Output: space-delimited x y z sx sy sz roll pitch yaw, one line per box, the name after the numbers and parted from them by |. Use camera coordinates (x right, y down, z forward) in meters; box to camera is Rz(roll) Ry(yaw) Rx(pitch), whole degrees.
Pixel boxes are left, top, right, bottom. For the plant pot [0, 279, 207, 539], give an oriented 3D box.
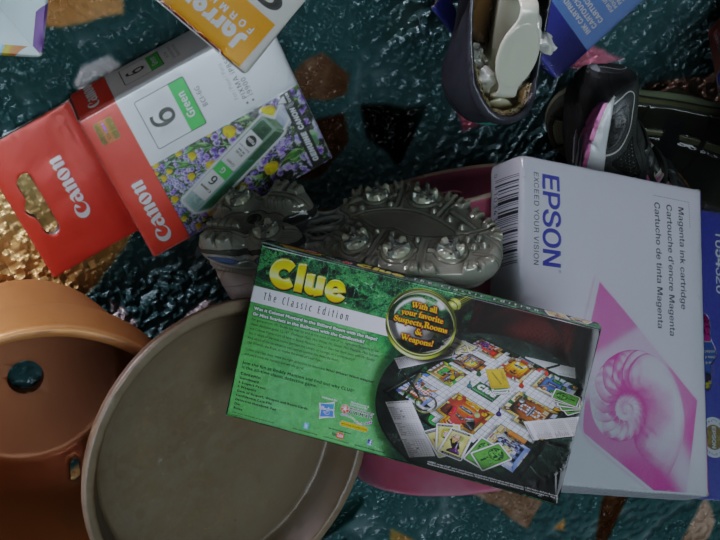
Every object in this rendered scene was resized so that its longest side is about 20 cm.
-0.209 0.097 0.955 0.198 0.140 0.202 -8 116 -16 | plant pot

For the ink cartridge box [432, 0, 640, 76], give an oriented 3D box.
0.127 -0.224 0.953 0.200 0.076 0.136 -42 120 5 | ink cartridge box

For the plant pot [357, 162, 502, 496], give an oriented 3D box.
0.074 0.030 1.006 0.198 0.200 0.181 -14 103 -13 | plant pot

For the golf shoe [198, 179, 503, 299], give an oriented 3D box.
0.000 0.000 0.926 0.198 0.079 0.098 6 131 27 | golf shoe

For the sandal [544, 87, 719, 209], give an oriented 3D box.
0.228 -0.101 1.065 0.199 0.058 0.080 16 128 -10 | sandal

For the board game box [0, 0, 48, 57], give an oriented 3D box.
-0.224 -0.192 0.778 0.104 0.200 0.104 2 114 -21 | board game box

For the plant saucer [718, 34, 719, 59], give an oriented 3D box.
0.335 -0.117 1.014 0.198 0.202 0.036 13 135 -24 | plant saucer

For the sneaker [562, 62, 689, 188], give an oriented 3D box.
0.184 -0.063 1.022 0.085 0.081 0.201 -6 143 1 | sneaker

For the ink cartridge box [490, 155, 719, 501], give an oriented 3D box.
0.171 0.041 0.938 0.198 0.043 0.199 7 76 -26 | ink cartridge box

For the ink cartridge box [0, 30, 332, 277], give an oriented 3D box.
-0.129 -0.075 0.954 0.199 0.050 0.110 -29 121 -5 | ink cartridge box

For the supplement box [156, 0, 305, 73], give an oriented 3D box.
-0.107 -0.199 0.817 0.126 0.200 0.074 38 98 -30 | supplement box

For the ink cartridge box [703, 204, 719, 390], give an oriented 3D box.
0.293 0.066 1.116 0.076 0.137 0.202 1 125 30 | ink cartridge box

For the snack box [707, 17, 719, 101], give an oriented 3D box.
0.279 -0.095 1.002 0.071 0.201 0.024 19 134 -14 | snack box

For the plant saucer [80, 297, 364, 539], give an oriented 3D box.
-0.083 0.109 0.911 0.199 0.029 0.202 -15 116 -32 | plant saucer

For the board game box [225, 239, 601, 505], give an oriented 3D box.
0.028 0.057 0.853 0.198 0.023 0.106 15 101 8 | board game box

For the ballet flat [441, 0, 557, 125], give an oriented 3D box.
0.092 -0.177 0.873 0.072 0.073 0.202 0 115 -19 | ballet flat
